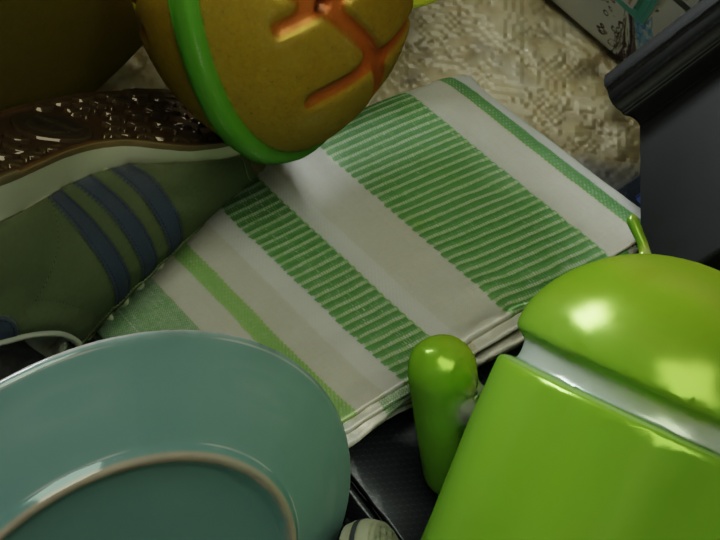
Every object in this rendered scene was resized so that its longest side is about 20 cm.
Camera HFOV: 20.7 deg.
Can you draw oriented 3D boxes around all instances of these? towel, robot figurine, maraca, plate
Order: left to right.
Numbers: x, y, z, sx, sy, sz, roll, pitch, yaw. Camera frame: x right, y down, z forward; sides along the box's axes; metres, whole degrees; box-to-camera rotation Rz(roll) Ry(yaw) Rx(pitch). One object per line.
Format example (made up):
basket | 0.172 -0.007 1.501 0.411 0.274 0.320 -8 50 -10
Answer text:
plate | -0.085 0.108 0.659 0.199 0.201 0.026 -23 44 -19
maraca | -0.034 -0.141 0.738 0.106 0.137 0.202 1 97 26
towel | 0.000 0.000 0.777 0.199 0.024 0.152 -31 48 -19
robot figurine | 0.085 0.085 0.666 0.175 0.116 0.201 24 91 29

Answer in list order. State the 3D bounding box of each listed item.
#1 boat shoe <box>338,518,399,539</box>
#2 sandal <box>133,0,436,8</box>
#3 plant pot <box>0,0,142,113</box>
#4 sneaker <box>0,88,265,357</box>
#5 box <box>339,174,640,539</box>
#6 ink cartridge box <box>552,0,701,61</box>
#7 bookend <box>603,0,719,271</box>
boat shoe | -0.016 0.187 0.692 0.062 0.075 0.202 2 80 20
sandal | -0.050 -0.154 0.845 0.198 0.080 0.087 5 30 -2
plant pot | -0.218 -0.103 0.721 0.199 0.200 0.177 35 80 8
sneaker | -0.111 -0.012 0.746 0.067 0.091 0.200 22 22 28
box | 0.092 0.073 0.784 0.199 0.051 0.158 -34 79 -22
ink cartridge box | 0.164 -0.175 0.848 0.200 0.146 0.147 41 66 7
bookend | 0.194 0.021 0.733 0.199 0.092 0.200 25 52 -26
